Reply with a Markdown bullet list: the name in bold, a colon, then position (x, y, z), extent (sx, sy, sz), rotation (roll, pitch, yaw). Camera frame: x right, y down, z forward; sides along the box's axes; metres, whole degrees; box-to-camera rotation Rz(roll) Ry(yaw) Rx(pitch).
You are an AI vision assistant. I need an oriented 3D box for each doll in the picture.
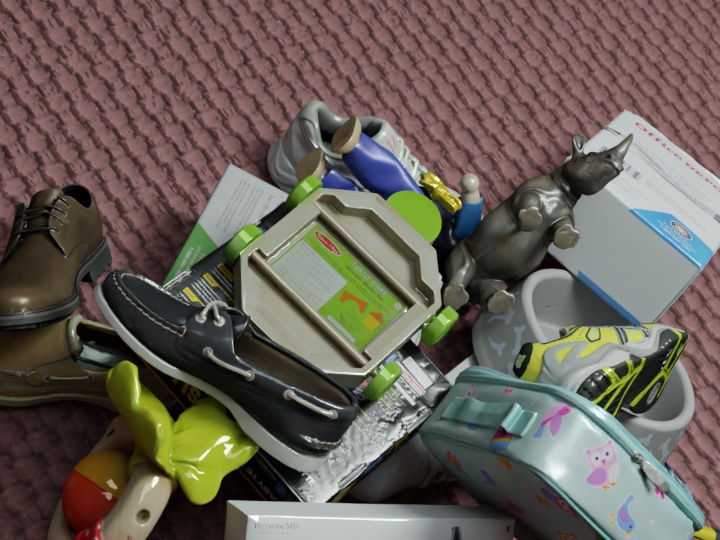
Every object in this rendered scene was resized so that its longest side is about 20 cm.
- **doll**: position (0.044, -0.039, 1.419), extent (0.200, 0.136, 0.049), rotation (43, 19, -23)

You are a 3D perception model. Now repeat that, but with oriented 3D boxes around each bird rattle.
- **bird rattle**: position (-0.163, 0.168, 1.169), extent (0.112, 0.163, 0.201), rotation (27, 81, -23)

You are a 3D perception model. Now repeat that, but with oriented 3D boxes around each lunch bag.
- **lunch bag**: position (0.136, 0.139, 1.183), extent (0.160, 0.200, 0.077), rotation (47, 72, -20)

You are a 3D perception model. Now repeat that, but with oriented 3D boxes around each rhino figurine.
- **rhino figurine**: position (0.143, -0.043, 1.370), extent (0.060, 0.200, 0.087), rotation (44, 9, -13)

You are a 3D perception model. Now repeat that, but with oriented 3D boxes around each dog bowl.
- **dog bowl**: position (0.189, 0.080, 1.398), extent (0.199, 0.059, 0.201), rotation (27, 32, -19)

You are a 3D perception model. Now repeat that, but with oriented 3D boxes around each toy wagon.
- **toy wagon**: position (0.000, 0.000, 1.257), extent (0.155, 0.040, 0.200), rotation (44, 56, 7)

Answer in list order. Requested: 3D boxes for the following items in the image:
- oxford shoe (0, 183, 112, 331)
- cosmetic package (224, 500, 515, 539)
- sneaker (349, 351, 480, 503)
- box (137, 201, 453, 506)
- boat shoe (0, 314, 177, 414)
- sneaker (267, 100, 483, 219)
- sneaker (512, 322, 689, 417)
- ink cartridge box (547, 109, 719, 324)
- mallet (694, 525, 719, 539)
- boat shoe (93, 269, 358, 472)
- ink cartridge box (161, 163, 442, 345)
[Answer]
- **oxford shoe**: position (-0.240, -0.013, 1.257), extent (0.072, 0.085, 0.200), rotation (-3, 21, 6)
- **cosmetic package**: position (0.006, 0.204, 1.167), extent (0.199, 0.051, 0.083), rotation (4, 91, -22)
- **sneaker**: position (0.087, 0.145, 1.341), extent (0.116, 0.074, 0.200), rotation (43, 50, 14)
- **box**: position (-0.052, 0.068, 1.251), extent (0.200, 0.049, 0.159), rotation (47, 56, 9)
- **boat shoe**: position (-0.224, 0.058, 1.267), extent (0.199, 0.076, 0.072), rotation (6, 56, -19)
- **sneaker**: position (0.021, -0.079, 1.456), extent (0.199, 0.100, 0.078), rotation (23, 50, -6)
- **sneaker**: position (0.186, 0.065, 1.287), extent (0.076, 0.076, 0.200), rotation (31, 16, 26)
- **ink cartridge box**: position (0.243, -0.048, 1.499), extent (0.145, 0.084, 0.200), rotation (40, 28, 7)
- **mallet**: position (0.279, 0.215, 1.358), extent (0.199, 0.041, 0.066), rotation (22, 10, -29)
- **boat shoe**: position (-0.091, 0.056, 1.164), extent (0.200, 0.060, 0.074), rotation (39, 23, 3)
- **ink cartridge box**: position (-0.054, 0.030, 1.355), extent (0.199, 0.084, 0.146), rotation (28, 52, -3)
